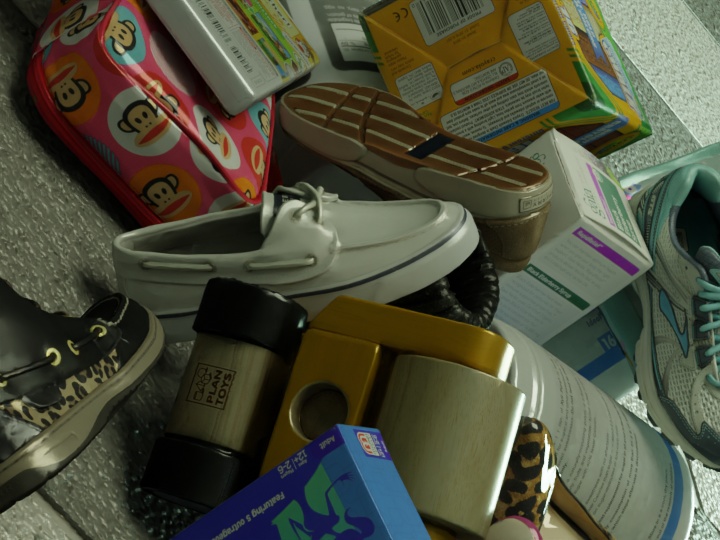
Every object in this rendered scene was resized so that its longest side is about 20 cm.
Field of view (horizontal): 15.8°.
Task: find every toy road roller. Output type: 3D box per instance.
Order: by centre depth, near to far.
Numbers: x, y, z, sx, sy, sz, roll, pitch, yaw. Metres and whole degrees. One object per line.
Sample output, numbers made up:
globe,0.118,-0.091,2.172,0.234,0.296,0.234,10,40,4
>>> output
toy road roller,-0.005,0.089,1.365,0.146,0.200,0.123,40,64,-62

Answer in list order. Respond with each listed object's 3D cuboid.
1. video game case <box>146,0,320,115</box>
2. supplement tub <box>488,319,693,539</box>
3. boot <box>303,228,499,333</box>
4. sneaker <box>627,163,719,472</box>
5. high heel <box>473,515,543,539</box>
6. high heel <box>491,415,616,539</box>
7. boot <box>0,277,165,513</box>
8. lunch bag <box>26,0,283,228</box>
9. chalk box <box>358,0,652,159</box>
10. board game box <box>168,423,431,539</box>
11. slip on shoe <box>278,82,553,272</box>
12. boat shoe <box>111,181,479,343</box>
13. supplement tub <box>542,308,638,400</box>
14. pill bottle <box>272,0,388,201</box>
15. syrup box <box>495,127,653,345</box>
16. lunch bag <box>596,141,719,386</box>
video game case,-0.108,-0.190,1.573,0.200,0.023,0.182,53,16,-2
supplement tub,0.101,0.120,1.592,0.200,0.132,0.132,36,27,-42
boot,0.002,0.002,1.541,0.079,0.158,0.211,41,25,-32
sneaker,0.211,0.026,1.597,0.078,0.086,0.200,-4,65,-25
high heel,0.073,0.219,1.355,0.067,0.200,0.096,14,9,29
high heel,0.133,0.149,1.436,0.142,0.200,0.071,17,56,9
boot,-0.179,0.019,1.259,0.151,0.073,0.200,51,27,-9
lunch bag,-0.112,-0.105,1.569,0.176,0.082,0.200,47,22,-21
chalk box,0.104,-0.124,1.708,0.124,0.125,0.200,68,18,13
board game box,-0.016,0.196,1.220,0.045,0.152,0.200,13,45,-59
slip on shoe,0.029,-0.059,1.588,0.200,0.061,0.076,22,35,30
boat shoe,-0.038,-0.015,1.421,0.072,0.200,0.066,-80,157,-59
supplement tub,0.126,0.009,1.837,0.200,0.132,0.132,56,21,4
pill bottle,-0.027,-0.120,1.730,0.114,0.114,0.200,31,31,-46
syrup box,0.077,0.009,1.633,0.081,0.200,0.079,34,29,-42
lunch bag,0.219,0.013,1.732,0.200,0.122,0.170,-18,76,-50
